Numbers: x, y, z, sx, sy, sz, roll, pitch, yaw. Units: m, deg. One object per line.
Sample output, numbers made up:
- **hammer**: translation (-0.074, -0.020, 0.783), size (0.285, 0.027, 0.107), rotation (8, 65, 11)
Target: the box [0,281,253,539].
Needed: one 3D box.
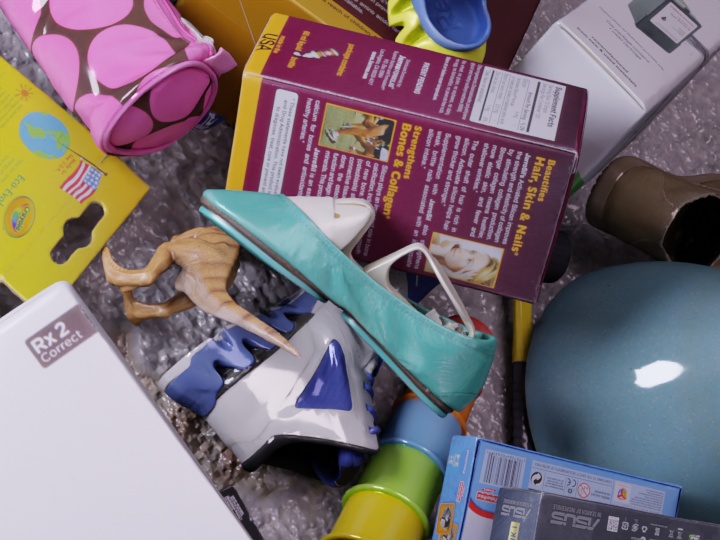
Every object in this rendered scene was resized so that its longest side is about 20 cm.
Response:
- **box**: translation (-0.173, 0.146, 0.980), size (0.199, 0.131, 0.200), rotation (-35, 86, -14)

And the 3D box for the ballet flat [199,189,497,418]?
- **ballet flat**: translation (0.000, 0.000, 1.150), size (0.200, 0.067, 0.070), rotation (40, 91, -9)

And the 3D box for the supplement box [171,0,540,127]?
- **supplement box**: translation (-0.001, -0.181, 1.309), size (0.197, 0.133, 0.200), rotation (35, 52, -12)

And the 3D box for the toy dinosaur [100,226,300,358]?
- **toy dinosaur**: translation (-0.093, 0.001, 1.153), size (0.200, 0.106, 0.060), rotation (-94, 168, -69)

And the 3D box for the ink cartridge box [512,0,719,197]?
- **ink cartridge box**: translation (0.158, -0.122, 1.345), size (0.084, 0.146, 0.200), rotation (45, 36, 5)

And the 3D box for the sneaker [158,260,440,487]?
- **sneaker**: translation (-0.017, 0.066, 1.205), size (0.199, 0.081, 0.115), rotation (-31, 84, -33)

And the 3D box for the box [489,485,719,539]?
- **box**: translation (0.161, 0.220, 1.161), size (0.200, 0.051, 0.158), rotation (13, 83, -27)

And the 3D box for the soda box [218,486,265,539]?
- **soda box**: translation (-0.058, 0.226, 1.094), size (0.063, 0.071, 0.200), rotation (-23, 79, -38)

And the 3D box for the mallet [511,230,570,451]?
- **mallet**: translation (0.100, 0.053, 1.314), size (0.066, 0.041, 0.200), rotation (21, 60, -24)

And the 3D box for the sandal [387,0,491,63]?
- **sandal**: translation (0.035, -0.220, 1.212), size (0.079, 0.087, 0.200), rotation (-23, 78, -36)

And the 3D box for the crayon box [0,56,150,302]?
- **crayon box**: translation (-0.236, -0.065, 1.149), size (0.200, 0.051, 0.127), rotation (41, 50, -7)

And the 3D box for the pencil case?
- **pencil case**: translation (-0.163, -0.162, 1.193), size (0.200, 0.094, 0.091), rotation (52, 11, 22)

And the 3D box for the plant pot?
- **plant pot**: translation (0.226, 0.079, 1.293), size (0.200, 0.135, 0.200), rotation (12, 68, -33)

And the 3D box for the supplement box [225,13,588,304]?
- **supplement box**: translation (0.026, -0.068, 1.185), size (0.200, 0.110, 0.086), rotation (14, 35, 3)

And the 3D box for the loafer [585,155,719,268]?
- **loafer**: translation (0.236, -0.028, 1.390), size (0.200, 0.076, 0.067), rotation (6, 27, -46)

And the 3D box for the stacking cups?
- **stacking cups**: translation (0.038, 0.112, 1.231), size (0.060, 0.061, 0.200), rotation (39, 48, -9)

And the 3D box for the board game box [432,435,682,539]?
- **board game box**: translation (0.106, 0.212, 1.182), size (0.151, 0.037, 0.200), rotation (16, 81, -25)
